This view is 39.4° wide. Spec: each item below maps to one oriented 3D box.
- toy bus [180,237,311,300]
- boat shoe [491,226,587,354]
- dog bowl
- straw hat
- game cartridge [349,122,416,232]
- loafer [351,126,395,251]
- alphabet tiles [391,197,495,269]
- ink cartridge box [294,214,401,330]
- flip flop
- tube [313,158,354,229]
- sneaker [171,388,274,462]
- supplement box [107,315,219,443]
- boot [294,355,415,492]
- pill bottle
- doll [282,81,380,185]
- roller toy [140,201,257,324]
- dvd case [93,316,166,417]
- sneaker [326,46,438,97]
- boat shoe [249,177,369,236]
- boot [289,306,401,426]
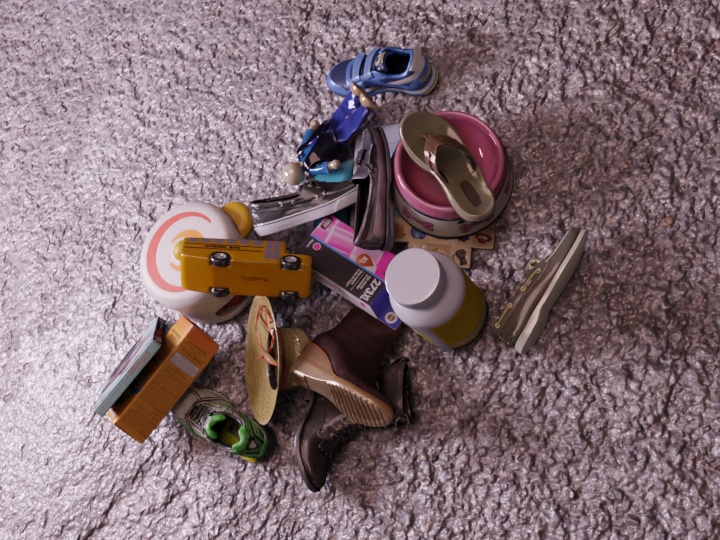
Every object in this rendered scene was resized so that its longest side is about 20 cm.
[{"bbox_3d":[-0.173,-0.004,1.532,0.198,0.066,0.079,3,30,-3],"label":"toy bus"},{"bbox_3d":[0.261,0.020,1.456,0.060,0.072,0.203,30,89,24],"label":"boat shoe"},{"bbox_3d":[0.137,-0.155,1.542,0.198,0.074,0.202,-2,72,6],"label":"dog bowl"},{"bbox_3d":[-0.116,0.136,1.568,0.084,0.201,0.203,0,64,-22],"label":"straw hat"},{"bbox_3d":[0.052,-0.146,1.629,0.132,0.041,0.202,-6,69,26],"label":"game cartridge"},{"bbox_3d":[0.014,-0.128,1.542,0.062,0.072,0.202,0,74,-16],"label":"loafer"},{"bbox_3d":[0.129,-0.102,1.568,0.165,0.006,0.202,4,73,7],"label":"alphabet tiles"},{"bbox_3d":[0.000,0.000,1.552,0.199,0.037,0.095,33,70,19],"label":"ink cartridge box"},{"bbox_3d":[0.130,-0.158,1.475,0.081,0.058,0.201,-30,72,-5],"label":"flip flop"},{"bbox_3d":[-0.046,-0.091,1.648,0.077,0.050,0.202,-8,64,17],"label":"tube"},{"bbox_3d":[-0.228,0.233,1.585,0.199,0.085,0.079,19,80,32],"label":"sneaker"},{"bbox_3d":[-0.317,0.174,1.611,0.201,0.069,0.066,-53,29,-6],"label":"supplement box"},{"bbox_3d":[-0.003,0.226,1.496,0.172,0.069,0.202,-7,63,22],"label":"boot"},{"bbox_3d":[0.107,0.039,1.442,0.111,0.200,0.113,-8,69,20],"label":"pill bottle"},{"bbox_3d":[-0.057,-0.220,1.680,0.200,0.048,0.137,-47,42,13],"label":"doll"},{"bbox_3d":[-0.261,-0.014,1.658,0.198,0.140,0.184,-6,70,21],"label":"roller toy"},{"bbox_3d":[-0.371,0.152,1.635,0.022,0.200,0.146,40,91,-13],"label":"dvd case"},{"bbox_3d":[0.027,-0.337,1.682,0.198,0.082,0.075,0,73,26],"label":"sneaker"},{"bbox_3d":[-0.083,-0.113,1.598,0.198,0.069,0.057,-20,106,6],"label":"boat shoe"},{"bbox_3d":[0.010,0.133,1.479,0.199,0.073,0.166,23,50,35],"label":"boot"}]
